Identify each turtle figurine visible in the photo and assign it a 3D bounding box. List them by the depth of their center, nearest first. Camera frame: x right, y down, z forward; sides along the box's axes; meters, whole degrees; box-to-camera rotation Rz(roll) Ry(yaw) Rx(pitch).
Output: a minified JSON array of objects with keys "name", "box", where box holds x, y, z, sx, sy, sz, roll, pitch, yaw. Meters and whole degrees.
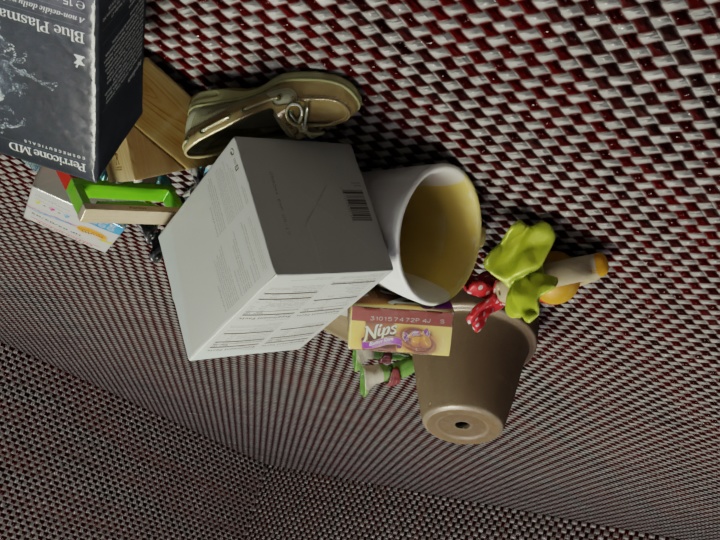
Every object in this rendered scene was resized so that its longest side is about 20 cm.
[{"name":"turtle figurine","box":[0.086,0.170,1.532,0.190,0.147,0.201,-3,157,-12]}]

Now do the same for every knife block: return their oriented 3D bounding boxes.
[{"name":"knife block","box":[-0.231,-0.189,1.015,0.198,0.179,0.063,-17,-166,-39]}]

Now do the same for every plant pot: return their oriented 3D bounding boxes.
[{"name":"plant pot","box":[0.152,0.141,1.334,0.196,0.177,0.202,6,145,4]}]

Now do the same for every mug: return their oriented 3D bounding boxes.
[{"name":"mug","box":[0.043,-0.038,1.076,0.151,0.151,0.187,10,154,42]}]

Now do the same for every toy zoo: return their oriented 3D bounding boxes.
[{"name":"toy zoo","box":[-0.290,-0.130,1.074,0.130,0.201,0.021,-1,137,-45]}]

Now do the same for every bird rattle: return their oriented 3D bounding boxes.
[{"name":"bird rattle","box":[0.208,0.021,1.131,0.160,0.115,0.200,-9,163,-9]}]

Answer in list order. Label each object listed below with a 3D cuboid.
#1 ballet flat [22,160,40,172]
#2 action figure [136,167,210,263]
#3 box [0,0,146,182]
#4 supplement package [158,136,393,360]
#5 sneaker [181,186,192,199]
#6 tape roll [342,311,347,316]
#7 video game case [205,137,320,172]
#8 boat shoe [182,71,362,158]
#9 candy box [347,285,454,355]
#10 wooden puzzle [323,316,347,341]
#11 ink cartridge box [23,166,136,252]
[{"name":"ballet flat","box":[-0.415,-0.178,1.199,0.073,0.076,0.200,6,161,28]},{"name":"action figure","box":[-0.176,-0.081,1.153,0.196,0.103,0.119,-16,143,11]},{"name":"box","box":[-0.297,-0.210,0.825,0.193,0.119,0.202,17,136,0]},{"name":"supplement package","box":[-0.096,-0.019,1.006,0.149,0.154,0.200,-2,154,-38]},{"name":"sneaker","box":[-0.179,-0.053,1.275,0.197,0.088,0.078,16,165,33]},{"name":"tape roll","box":[0.000,0.000,1.285,0.198,0.038,0.204,6,147,4]},{"name":"video game case","box":[-0.117,-0.131,1.136,0.141,0.018,0.199,25,159,-23]},{"name":"boat shoe","box":[-0.092,-0.153,0.967,0.197,0.064,0.073,-2,153,21]},{"name":"candy box","box":[0.042,0.034,1.119,0.114,0.058,0.200,4,-162,-2]},{"name":"wooden puzzle","box":[-0.019,0.033,1.414,0.183,0.038,0.199,29,144,-29]},{"name":"ink cartridge box","box":[-0.344,-0.083,1.166,0.114,0.069,0.199,25,162,-17]}]
